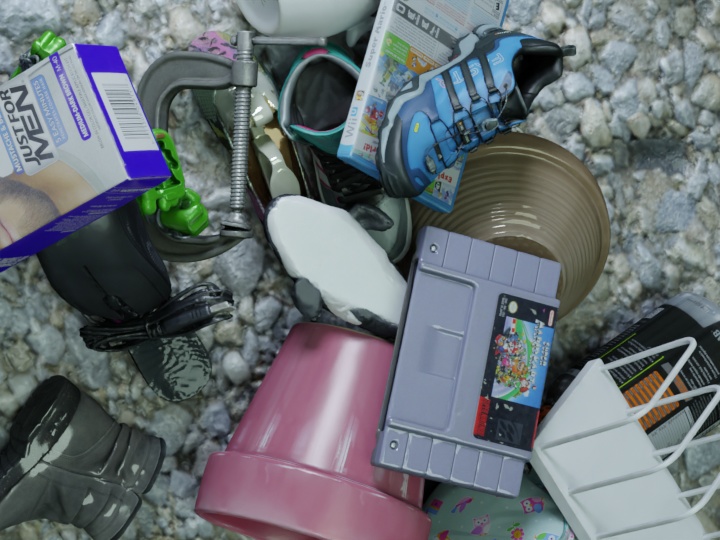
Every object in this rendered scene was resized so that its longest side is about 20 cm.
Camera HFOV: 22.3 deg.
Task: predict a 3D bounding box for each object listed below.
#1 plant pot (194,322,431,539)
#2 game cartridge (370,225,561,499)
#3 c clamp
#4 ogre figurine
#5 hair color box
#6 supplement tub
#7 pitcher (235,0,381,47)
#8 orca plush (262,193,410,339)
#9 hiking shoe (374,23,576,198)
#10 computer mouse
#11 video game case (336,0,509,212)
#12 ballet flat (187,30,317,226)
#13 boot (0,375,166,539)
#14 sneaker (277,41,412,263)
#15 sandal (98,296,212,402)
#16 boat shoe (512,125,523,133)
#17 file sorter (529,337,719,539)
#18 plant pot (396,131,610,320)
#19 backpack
[{"bbox_3d":[-0.022,0.149,1.548,0.200,0.200,0.179,23,75,-24],"label":"plant pot"},{"bbox_3d":[0.090,0.075,1.482,0.129,0.038,0.200,14,78,-12],"label":"game cartridge"},{"bbox_3d":[-0.118,-0.100,1.481,0.027,0.171,0.200,-5,104,-63],"label":"c clamp"},{"bbox_3d":[-0.209,-0.106,1.448,0.200,0.120,0.098,28,80,-34],"label":"ogre figurine"},{"bbox_3d":[-0.249,-0.074,1.336,0.200,0.065,0.109,-27,82,26],"label":"hair color box"},{"bbox_3d":[0.259,0.119,1.683,0.200,0.123,0.123,-33,110,-13],"label":"supplement tub"},{"bbox_3d":[0.002,-0.246,1.515,0.200,0.121,0.172,-28,100,-25],"label":"pitcher"},{"bbox_3d":[0.000,0.000,1.519,0.200,0.071,0.105,20,88,-16],"label":"orca plush"},{"bbox_3d":[0.087,-0.131,1.455,0.200,0.087,0.074,-52,131,-30],"label":"hiking shoe"},{"bbox_3d":[-0.195,-0.002,1.422,0.138,0.053,0.200,-15,132,16],"label":"computer mouse"},{"bbox_3d":[0.055,-0.163,1.494,0.143,0.018,0.200,26,77,-49],"label":"video game case"},{"bbox_3d":[-0.082,-0.108,1.531,0.069,0.071,0.200,-26,108,-10],"label":"ballet flat"},{"bbox_3d":[-0.257,0.199,1.521,0.132,0.070,0.200,40,88,-28],"label":"boot"},{"bbox_3d":[-0.011,-0.099,1.507,0.083,0.121,0.200,-21,89,7],"label":"sneaker"},{"bbox_3d":[-0.188,0.026,1.525,0.075,0.048,0.201,-42,111,-10],"label":"sandal"},{"bbox_3d":[0.090,-0.126,1.600,0.200,0.066,0.072,32,119,-20],"label":"boat shoe"},{"bbox_3d":[0.259,0.179,1.528,0.200,0.124,0.139,58,43,-11],"label":"file sorter"},{"bbox_3d":[0.121,-0.012,1.577,0.200,0.093,0.201,-1,120,-2],"label":"plant pot"},{"bbox_3d":[0.125,0.245,1.600,0.167,0.200,0.127,-50,132,-4],"label":"backpack"}]
